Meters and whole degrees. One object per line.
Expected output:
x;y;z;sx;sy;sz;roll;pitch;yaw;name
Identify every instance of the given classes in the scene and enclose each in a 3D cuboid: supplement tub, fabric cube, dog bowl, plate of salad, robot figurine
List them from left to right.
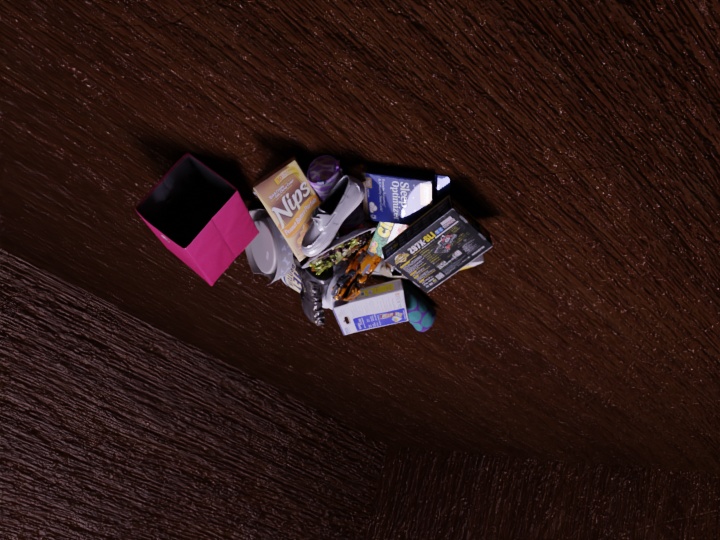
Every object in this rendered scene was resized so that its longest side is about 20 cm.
-0.405;-0.126;1.697;0.194;0.201;0.201;34;163;22;fabric cube
-0.245;-0.068;1.805;0.057;0.206;0.199;-13;175;-32;dog bowl
-0.110;0.011;1.845;0.197;0.147;0.146;29;165;31;supplement tub
-0.046;-0.044;1.563;0.049;0.197;0.199;63;150;3;plate of salad
0.000;0.000;1.707;0.058;0.202;0.145;38;-174;10;robot figurine

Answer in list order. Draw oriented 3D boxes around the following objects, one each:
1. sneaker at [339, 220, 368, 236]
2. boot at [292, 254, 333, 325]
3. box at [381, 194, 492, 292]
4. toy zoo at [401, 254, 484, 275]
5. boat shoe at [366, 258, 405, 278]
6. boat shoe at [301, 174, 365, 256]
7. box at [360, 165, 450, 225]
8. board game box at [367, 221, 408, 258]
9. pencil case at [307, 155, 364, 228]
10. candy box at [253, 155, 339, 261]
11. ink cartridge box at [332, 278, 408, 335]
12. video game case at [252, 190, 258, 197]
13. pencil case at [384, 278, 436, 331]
-0.066;-0.122;1.701;0.195;0.081;0.096;26;169;3;sneaker
-0.109;0.056;1.701;0.067;0.180;0.199;-16;-157;-21;boot
0.169;-0.053;1.485;0.198;0.050;0.158;-37;128;26;box
0.213;-0.015;1.656;0.194;0.021;0.131;-4;171;-24;toy zoo
0.080;-0.019;1.784;0.193;0.077;0.068;5;173;3;boat shoe
-0.071;-0.120;1.460;0.068;0.200;0.073;29;-159;-49;boat shoe
0.098;-0.158;1.473;0.194;0.033;0.124;8;129;17;box
0.093;-0.101;1.555;0.102;0.024;0.203;26;132;5;board game box
-0.050;-0.180;1.542;0.083;0.086;0.201;-16;148;14;pencil case
-0.144;-0.139;1.526;0.203;0.114;0.055;58;-177;-21;candy box
0.030;0.103;1.849;0.193;0.048;0.199;-11;153;3;ink cartridge box
-0.177;-0.138;1.655;0.181;0.024;0.199;42;174;-19;video game case
0.142;0.102;1.991;0.091;0.087;0.199;-26;134;26;pencil case
